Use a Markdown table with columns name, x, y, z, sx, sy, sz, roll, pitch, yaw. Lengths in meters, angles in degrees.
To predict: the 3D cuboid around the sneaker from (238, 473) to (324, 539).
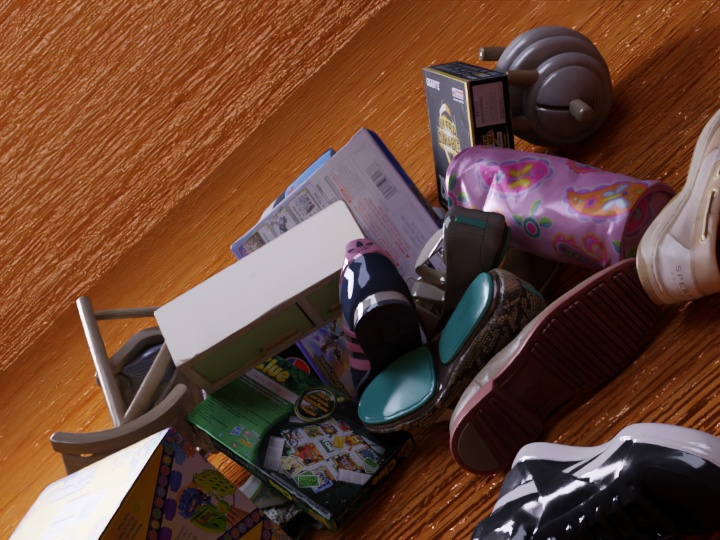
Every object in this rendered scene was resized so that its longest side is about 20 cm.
| name | x | y | z | sx | sy | sz | roll | pitch | yaw |
| --- | --- | --- | --- | --- | --- | --- | --- | --- | --- |
| sneaker | -0.054 | 0.200 | 0.967 | 0.088 | 0.077 | 0.201 | 13 | 52 | 33 |

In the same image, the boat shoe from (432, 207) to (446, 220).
| name | x | y | z | sx | sy | sz | roll | pitch | yaw |
| --- | --- | --- | --- | --- | --- | --- | --- | --- | --- |
| boat shoe | 0.056 | -0.010 | 1.161 | 0.074 | 0.087 | 0.201 | -40 | -12 | 28 |

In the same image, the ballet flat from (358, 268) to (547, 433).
| name | x | y | z | sx | sy | sz | roll | pitch | yaw |
| --- | --- | --- | --- | --- | --- | --- | --- | --- | --- |
| ballet flat | 0.078 | 0.078 | 0.878 | 0.200 | 0.075 | 0.068 | -49 | 30 | 36 |

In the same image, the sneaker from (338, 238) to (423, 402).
| name | x | y | z | sx | sy | sz | roll | pitch | yaw |
| --- | --- | --- | --- | --- | --- | --- | --- | --- | --- |
| sneaker | 0.017 | 0.047 | 0.949 | 0.069 | 0.083 | 0.201 | -14 | -30 | -8 |

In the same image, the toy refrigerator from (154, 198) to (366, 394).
| name | x | y | z | sx | sy | sz | roll | pitch | yaw |
| --- | --- | --- | --- | --- | --- | --- | --- | --- | --- |
| toy refrigerator | -0.076 | 0.027 | 0.983 | 0.198 | 0.076 | 0.070 | -31 | 61 | 1 |

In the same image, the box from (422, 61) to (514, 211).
| name | x | y | z | sx | sy | sz | roll | pitch | yaw |
| --- | --- | --- | --- | --- | --- | --- | --- | --- | --- |
| box | 0.116 | -0.131 | 1.154 | 0.049 | 0.162 | 0.200 | -11 | 16 | -6 |

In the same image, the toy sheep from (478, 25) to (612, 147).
| name | x | y | z | sx | sy | sz | roll | pitch | yaw |
| --- | --- | --- | --- | --- | --- | --- | --- | --- | --- |
| toy sheep | 0.199 | -0.192 | 1.153 | 0.138 | 0.138 | 0.201 | -40 | 30 | 13 |

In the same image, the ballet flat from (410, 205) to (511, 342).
| name | x | y | z | sx | sy | sz | roll | pitch | yaw |
| --- | --- | --- | --- | --- | --- | --- | --- | --- | --- |
| ballet flat | 0.073 | 0.012 | 0.920 | 0.201 | 0.063 | 0.068 | 105 | 180 | -56 |

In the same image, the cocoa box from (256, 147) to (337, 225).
| name | x | y | z | sx | sy | sz | roll | pitch | yaw |
| --- | --- | --- | --- | --- | --- | --- | --- | --- | --- |
| cocoa box | -0.037 | -0.056 | 1.331 | 0.131 | 0.133 | 0.200 | -43 | 8 | 5 |

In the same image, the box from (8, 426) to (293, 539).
| name | x | y | z | sx | sy | sz | roll | pitch | yaw |
| --- | --- | --- | --- | --- | --- | --- | --- | --- | --- |
| box | -0.157 | 0.249 | 0.832 | 0.199 | 0.193 | 0.123 | -27 | 24 | 43 |

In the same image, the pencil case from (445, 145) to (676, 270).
| name | x | y | z | sx | sy | sz | roll | pitch | yaw |
| --- | --- | --- | --- | --- | --- | --- | --- | --- | --- |
| pencil case | 0.157 | -0.047 | 0.881 | 0.199 | 0.088 | 0.088 | 19 | 62 | 46 |

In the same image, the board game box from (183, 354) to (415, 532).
| name | x | y | z | sx | sy | sz | roll | pitch | yaw |
| --- | --- | --- | --- | --- | --- | --- | --- | --- | --- |
| board game box | -0.056 | 0.141 | 0.957 | 0.199 | 0.024 | 0.105 | 26 | 59 | 41 |

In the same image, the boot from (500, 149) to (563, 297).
| name | x | y | z | sx | sy | sz | roll | pitch | yaw |
| --- | --- | --- | --- | --- | --- | --- | --- | --- | --- |
| boot | 0.144 | -0.026 | 0.980 | 0.073 | 0.076 | 0.201 | -20 | 31 | 50 |

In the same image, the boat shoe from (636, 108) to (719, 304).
| name | x | y | z | sx | sy | sz | roll | pitch | yaw |
| --- | --- | --- | --- | --- | --- | --- | --- | --- | --- |
| boat shoe | 0.269 | -0.053 | 0.773 | 0.069 | 0.074 | 0.201 | 0 | 47 | 50 |

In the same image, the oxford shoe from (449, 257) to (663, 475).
| name | x | y | z | sx | sy | sz | roll | pitch | yaw |
| --- | --- | --- | --- | --- | --- | --- | --- | --- | --- |
| oxford shoe | 0.136 | 0.059 | 0.805 | 0.200 | 0.071 | 0.075 | -42 | 14 | 8 |

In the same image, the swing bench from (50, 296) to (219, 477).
| name | x | y | z | sx | sy | sz | roll | pitch | yaw |
| --- | --- | --- | --- | --- | --- | --- | --- | --- | --- |
| swing bench | -0.211 | 0.160 | 1.087 | 0.128 | 0.201 | 0.202 | -4 | 42 | -2 |

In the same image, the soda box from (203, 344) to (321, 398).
| name | x | y | z | sx | sy | sz | roll | pitch | yaw |
| --- | --- | --- | --- | --- | --- | --- | --- | --- | --- |
| soda box | -0.091 | 0.109 | 1.217 | 0.199 | 0.071 | 0.064 | -36 | 19 | 28 |

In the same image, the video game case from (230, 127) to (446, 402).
| name | x | y | z | sx | sy | sz | roll | pitch | yaw |
| --- | --- | --- | --- | --- | --- | --- | --- | --- | --- |
| video game case | 0.000 | 0.000 | 1.053 | 0.181 | 0.201 | 0.045 | -39 | -11 | 14 |

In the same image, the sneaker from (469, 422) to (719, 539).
| name | x | y | z | sx | sy | sz | roll | pitch | yaw |
| --- | --- | --- | --- | --- | --- | --- | --- | --- | --- |
| sneaker | 0.131 | 0.154 | 0.607 | 0.112 | 0.073 | 0.200 | -56 | 11 | -24 |
